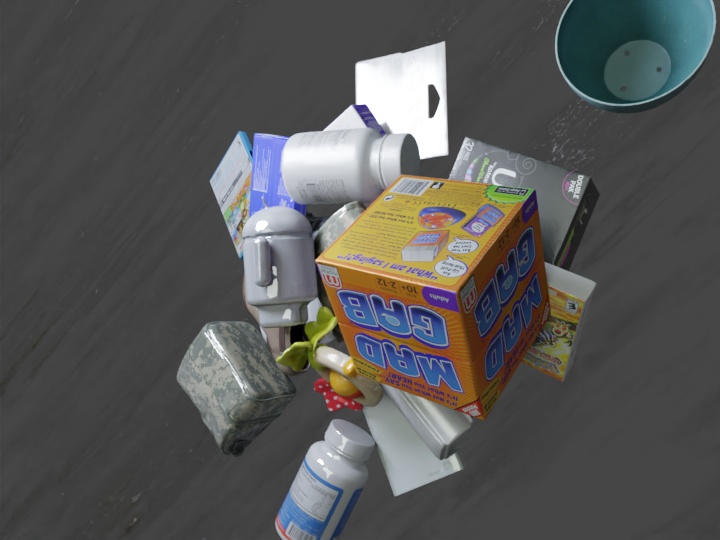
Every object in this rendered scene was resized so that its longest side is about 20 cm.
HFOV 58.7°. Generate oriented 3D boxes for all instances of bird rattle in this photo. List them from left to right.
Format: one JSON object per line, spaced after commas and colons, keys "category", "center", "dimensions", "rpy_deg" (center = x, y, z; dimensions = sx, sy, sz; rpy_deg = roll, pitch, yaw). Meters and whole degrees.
{"category": "bird rattle", "center": [-0.034, 0.169, 1.004], "dimensions": [0.162, 0.201, 0.113], "rpy_deg": [18, 53, 46]}

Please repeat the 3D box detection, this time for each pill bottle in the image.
{"category": "pill bottle", "center": [-0.054, 0.357, 1.065], "dimensions": [0.112, 0.112, 0.201], "rpy_deg": [29, 96, 27]}
{"category": "pill bottle", "center": [-0.013, -0.162, 0.997], "dimensions": [0.198, 0.114, 0.116], "rpy_deg": [1, 84, 26]}

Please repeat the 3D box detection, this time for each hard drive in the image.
{"category": "hard drive", "center": [0.078, 0.252, 1.061], "dimensions": [0.131, 0.026, 0.202], "rpy_deg": [-29, 71, 21]}

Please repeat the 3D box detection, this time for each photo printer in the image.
{"category": "photo printer", "center": [0.082, 0.181, 0.964], "dimensions": [0.069, 0.167, 0.200], "rpy_deg": [-36, 69, -10]}

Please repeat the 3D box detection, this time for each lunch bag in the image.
{"category": "lunch bag", "center": [-0.238, 0.211, 1.162], "dimensions": [0.168, 0.139, 0.200], "rpy_deg": [-51, 62, 19]}
{"category": "lunch bag", "center": [0.000, 0.000, 1.027], "dimensions": [0.165, 0.117, 0.200], "rpy_deg": [63, 153, 12]}

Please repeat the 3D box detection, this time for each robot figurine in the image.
{"category": "robot figurine", "center": [-0.127, -0.013, 1.007], "dimensions": [0.112, 0.170, 0.202], "rpy_deg": [-5, 89, 11]}

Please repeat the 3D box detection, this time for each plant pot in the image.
{"category": "plant pot", "center": [0.391, -0.311, 0.914], "dimensions": [0.198, 0.134, 0.203], "rpy_deg": [-3, 82, 26]}

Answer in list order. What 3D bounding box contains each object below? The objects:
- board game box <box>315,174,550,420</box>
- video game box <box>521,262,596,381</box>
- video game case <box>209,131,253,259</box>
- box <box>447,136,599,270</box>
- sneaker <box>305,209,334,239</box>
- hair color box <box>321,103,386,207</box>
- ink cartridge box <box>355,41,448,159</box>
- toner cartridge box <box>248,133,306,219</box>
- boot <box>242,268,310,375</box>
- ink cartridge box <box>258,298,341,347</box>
{"category": "board game box", "center": [0.101, 0.023, 0.813], "dimensions": [0.199, 0.201, 0.200], "rpy_deg": [13, 45, 37]}
{"category": "video game box", "center": [0.225, 0.053, 0.936], "dimensions": [0.199, 0.183, 0.047], "rpy_deg": [25, 55, 27]}
{"category": "video game case", "center": [-0.227, -0.145, 1.231], "dimensions": [0.143, 0.018, 0.201], "rpy_deg": [-47, 57, 36]}
{"category": "box", "center": [0.235, -0.092, 0.970], "dimensions": [0.199, 0.124, 0.150], "rpy_deg": [25, 96, 26]}
{"category": "sneaker", "center": [-0.089, -0.090, 1.160], "dimensions": [0.199, 0.075, 0.115], "rpy_deg": [-27, 75, 24]}
{"category": "hair color box", "center": [0.015, -0.167, 1.084], "dimensions": [0.109, 0.065, 0.201], "rpy_deg": [-34, 88, 30]}
{"category": "ink cartridge box", "center": [0.076, -0.279, 1.119], "dimensions": [0.175, 0.045, 0.202], "rpy_deg": [-4, 82, 27]}
{"category": "toner cartridge box", "center": [-0.142, -0.129, 1.106], "dimensions": [0.094, 0.043, 0.202], "rpy_deg": [14, 106, 26]}
{"category": "boot", "center": [-0.137, 0.082, 1.103], "dimensions": [0.146, 0.070, 0.202], "rpy_deg": [4, 113, 62]}
{"category": "ink cartridge box", "center": [-0.109, 0.077, 1.178], "dimensions": [0.199, 0.050, 0.162], "rpy_deg": [-31, 70, 40]}
